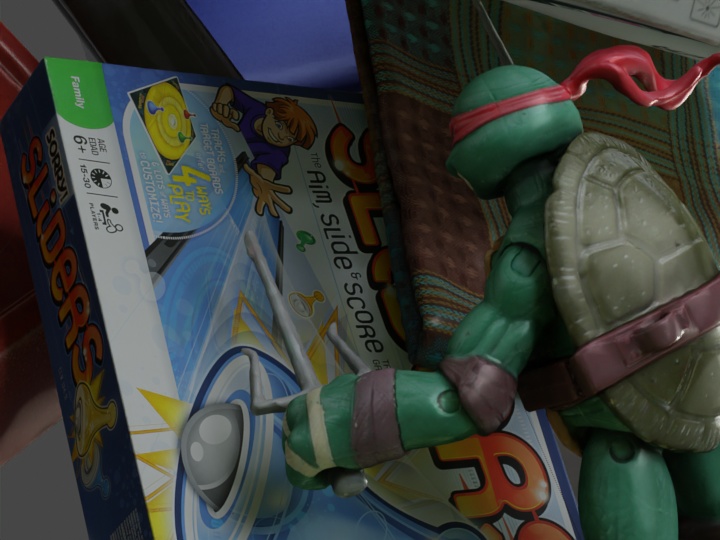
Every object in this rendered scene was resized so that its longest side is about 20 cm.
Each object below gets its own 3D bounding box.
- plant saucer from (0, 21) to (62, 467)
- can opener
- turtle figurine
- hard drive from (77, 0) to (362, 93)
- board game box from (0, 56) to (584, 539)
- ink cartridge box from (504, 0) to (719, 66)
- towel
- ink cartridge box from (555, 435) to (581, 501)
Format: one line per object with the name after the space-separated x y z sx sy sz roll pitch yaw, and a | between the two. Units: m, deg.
-0.150 -0.035 0.709 0.200 0.037 0.200 47 35 2 | plant saucer
-0.104 -0.093 0.795 0.200 0.067 0.053 53 -5 20 | can opener
0.051 0.023 0.617 0.150 0.101 0.200 -22 87 -36 | turtle figurine
-0.007 -0.115 0.874 0.200 0.025 0.132 -11 60 -21 | hard drive
-0.013 0.038 0.664 0.135 0.034 0.200 4 55 -33 | board game box
0.057 -0.093 0.706 0.200 0.044 0.174 11 5 -42 | ink cartridge box
0.092 -0.019 0.743 0.200 0.022 0.147 11 51 -29 | towel
0.131 0.033 0.851 0.125 0.129 0.200 50 35 8 | ink cartridge box
